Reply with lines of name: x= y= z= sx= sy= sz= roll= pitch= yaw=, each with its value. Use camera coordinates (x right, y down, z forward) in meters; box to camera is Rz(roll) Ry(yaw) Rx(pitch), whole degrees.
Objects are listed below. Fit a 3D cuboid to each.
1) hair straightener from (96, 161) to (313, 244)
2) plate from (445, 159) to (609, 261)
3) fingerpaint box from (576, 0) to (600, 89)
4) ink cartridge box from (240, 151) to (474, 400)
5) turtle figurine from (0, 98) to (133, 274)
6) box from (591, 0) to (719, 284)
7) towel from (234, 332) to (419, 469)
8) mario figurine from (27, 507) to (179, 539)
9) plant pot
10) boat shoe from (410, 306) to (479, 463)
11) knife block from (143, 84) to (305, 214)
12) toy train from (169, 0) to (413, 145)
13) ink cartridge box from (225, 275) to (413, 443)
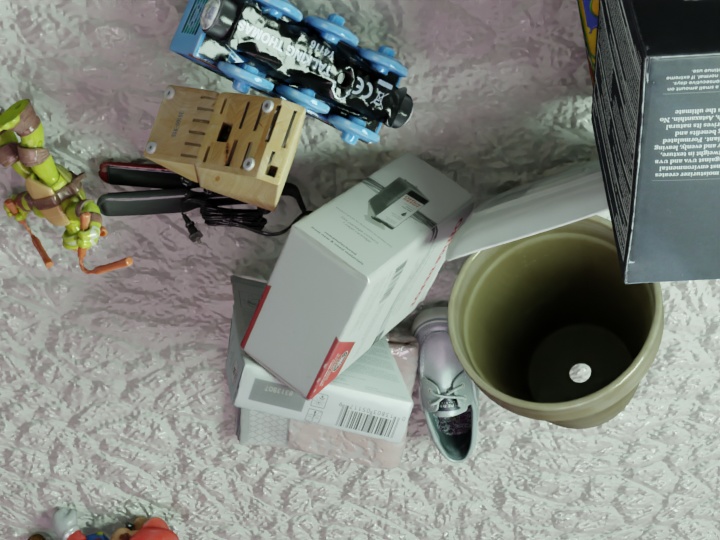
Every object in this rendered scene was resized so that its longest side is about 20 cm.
hair straightener: x=-0.140 y=-0.053 z=1.146 sx=0.199 sy=0.077 sz=0.041 roll=5 pitch=152 yaw=-11
plate: x=0.176 y=-0.065 z=1.093 sx=0.199 sy=0.200 sz=0.032 roll=-19 pitch=95 yaw=15
fingerpaint box: x=0.280 y=-0.205 z=1.012 sx=0.199 sy=0.074 sz=0.167 roll=-12 pitch=133 yaw=9
ink cartridge box: x=0.000 y=0.000 z=1.106 sx=0.083 sy=0.200 sz=0.147 roll=36 pitch=126 yaw=13
turtle figurine: x=-0.269 y=-0.072 z=1.102 sx=0.064 sy=0.200 sz=0.162 roll=-42 pitch=123 yaw=-22
box: x=0.238 y=-0.130 z=0.896 sx=0.123 sy=0.201 sz=0.199 roll=-2 pitch=135 yaw=3
towel: x=-0.040 y=0.133 z=1.342 sx=0.190 sy=0.032 sz=0.201 roll=8 pitch=135 yaw=2
mario figurine: x=-0.305 y=0.336 z=1.535 sx=0.199 sy=0.107 sz=0.123 roll=-11 pitch=171 yaw=23
plant pot: x=0.199 y=0.069 z=1.217 sx=0.199 sy=0.201 sz=0.174 roll=-15 pitch=151 yaw=12
boat shoe: x=0.096 y=0.126 z=1.328 sx=0.070 sy=0.072 sz=0.201 roll=-8 pitch=132 yaw=7
knife block: x=-0.080 y=-0.088 z=1.040 sx=0.199 sy=0.064 sz=0.175 roll=13 pitch=172 yaw=41
toy train: x=-0.050 y=-0.168 z=1.011 sx=0.199 sy=0.114 sz=0.087 roll=22 pitch=94 yaw=-32
ink cartridge box: x=-0.047 y=0.080 z=1.187 sx=0.162 sy=0.200 sz=0.057 roll=14 pitch=106 yaw=-16
